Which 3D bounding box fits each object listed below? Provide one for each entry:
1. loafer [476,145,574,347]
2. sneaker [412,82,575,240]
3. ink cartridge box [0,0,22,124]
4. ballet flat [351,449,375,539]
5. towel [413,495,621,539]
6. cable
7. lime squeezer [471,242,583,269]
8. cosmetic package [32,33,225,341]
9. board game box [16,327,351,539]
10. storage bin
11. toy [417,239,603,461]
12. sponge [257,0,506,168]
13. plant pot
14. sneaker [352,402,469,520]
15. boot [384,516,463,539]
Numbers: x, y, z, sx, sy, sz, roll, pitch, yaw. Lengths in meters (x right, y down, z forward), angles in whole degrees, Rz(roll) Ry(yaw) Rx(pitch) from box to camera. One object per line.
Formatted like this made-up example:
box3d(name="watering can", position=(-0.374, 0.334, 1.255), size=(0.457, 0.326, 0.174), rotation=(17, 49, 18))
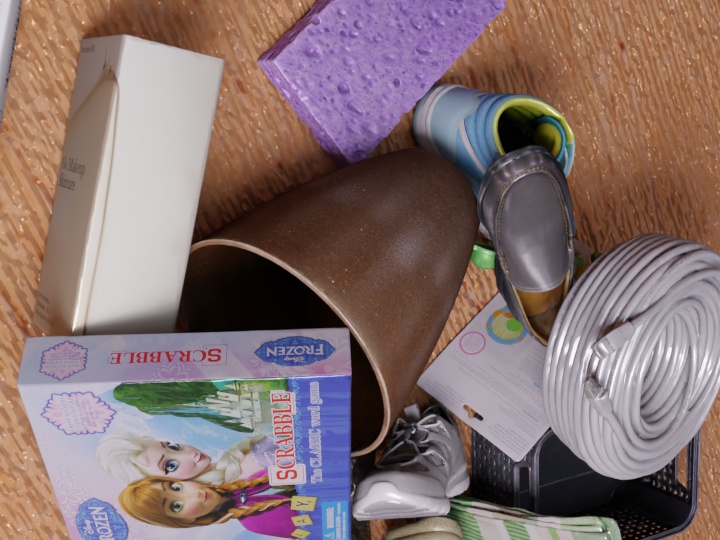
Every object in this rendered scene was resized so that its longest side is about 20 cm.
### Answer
box3d(name="loafer", position=(0.136, -0.016, 0.802), size=(0.073, 0.073, 0.200), rotation=(-20, 145, 4))
box3d(name="sneaker", position=(0.140, -0.071, 0.863), size=(0.200, 0.130, 0.080), rotation=(40, 78, -31))
box3d(name="ink cartridge box", position=(-0.321, -0.119, 0.641), size=(0.199, 0.057, 0.163), rotation=(11, 94, -11))
box3d(name="ballet flat", position=(-0.017, 0.194, 0.873), size=(0.067, 0.046, 0.201), rotation=(-7, 97, -7))
box3d(name="towel", position=(0.142, 0.253, 0.886), size=(0.023, 0.199, 0.153), rotation=(-44, 120, -40))
box3d(name="cable", position=(0.228, 0.070, 0.851), size=(0.200, 0.069, 0.201), rotation=(-42, 132, -27))
box3d(name="lime squeezer", position=(0.097, 0.004, 0.893), size=(0.199, 0.038, 0.071), rotation=(-25, 93, -12))
box3d(name="cosmetic package", position=(-0.157, -0.050, 0.706), size=(0.073, 0.103, 0.201), rotation=(8, 94, -31))
box3d(name="board game box", position=(-0.105, 0.121, 0.700), size=(0.198, 0.041, 0.201), rotation=(-2, 135, -2))
box3d(name="storage bin", position=(0.208, 0.181, 0.972), size=(0.199, 0.094, 0.136), rotation=(-8, 103, -30))
box3d(name="toy", position=(0.159, 0.067, 0.928), size=(0.200, 0.115, 0.047), rotation=(-47, 150, -14))
box3d(name="sponge", position=(0.022, -0.189, 0.831), size=(0.200, 0.030, 0.112), rotation=(-49, 119, -15))
box3d(name="plant pot", position=(0.000, 0.000, 0.778), size=(0.200, 0.186, 0.187), rotation=(-44, 119, -35))
box3d(name="sneaker", position=(0.037, 0.149, 0.840), size=(0.074, 0.200, 0.082), rotation=(-7, 87, 14))
box3d(name="boot", position=(0.040, 0.304, 0.887), size=(0.072, 0.200, 0.156), rotation=(7, 57, -11))
